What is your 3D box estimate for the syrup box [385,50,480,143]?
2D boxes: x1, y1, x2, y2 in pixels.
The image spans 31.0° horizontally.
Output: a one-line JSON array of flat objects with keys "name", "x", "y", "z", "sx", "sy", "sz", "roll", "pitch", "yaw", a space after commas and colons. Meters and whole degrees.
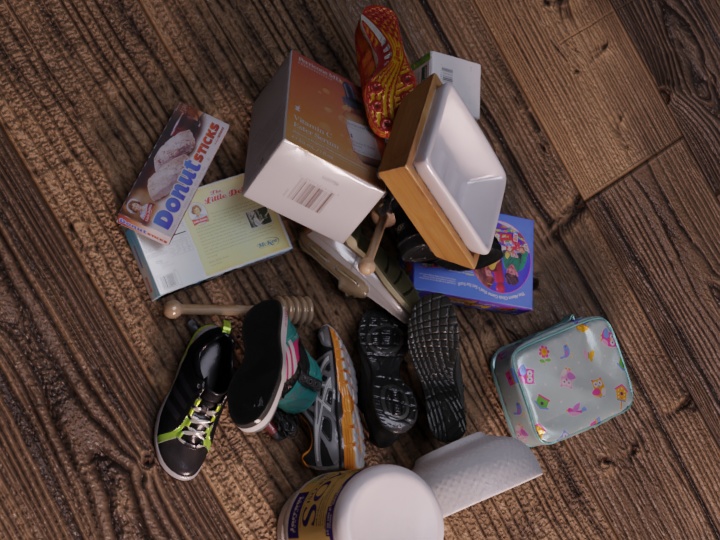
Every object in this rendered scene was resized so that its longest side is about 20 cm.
[{"name": "syrup box", "x": 0.078, "y": -0.217, "z": 1.754, "sx": 0.081, "sy": 0.200, "sz": 0.079, "roll": 10, "pitch": 73, "yaw": -26}]

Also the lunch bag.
[{"name": "lunch bag", "x": 0.287, "y": 0.153, "z": 1.852, "sx": 0.199, "sy": 0.077, "sz": 0.161, "roll": -18, "pitch": 86, "yaw": -31}]

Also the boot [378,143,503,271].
[{"name": "boot", "x": 0.103, "y": -0.089, "z": 1.760, "sx": 0.198, "sy": 0.073, "sz": 0.163, "roll": 7, "pitch": 60, "yaw": -43}]

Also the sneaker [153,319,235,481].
[{"name": "sneaker", "x": -0.198, "y": 0.156, "z": 1.573, "sx": 0.071, "sy": 0.083, "sz": 0.201, "roll": 15, "pitch": 83, "yaw": -22}]

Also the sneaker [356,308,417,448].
[{"name": "sneaker", "x": 0.023, "y": 0.141, "z": 1.715, "sx": 0.076, "sy": 0.091, "sz": 0.201, "roll": 10, "pitch": 51, "yaw": -15}]

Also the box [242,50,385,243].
[{"name": "box", "x": -0.057, "y": -0.161, "z": 1.675, "sx": 0.152, "sy": 0.106, "sz": 0.200, "roll": 25, "pitch": 38, "yaw": -21}]

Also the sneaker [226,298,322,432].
[{"name": "sneaker", "x": -0.102, "y": 0.143, "z": 1.582, "sx": 0.200, "sy": 0.083, "sz": 0.121, "roll": -83, "pitch": 150, "yaw": -48}]

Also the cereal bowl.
[{"name": "cereal bowl", "x": 0.128, "y": 0.264, "z": 1.673, "sx": 0.199, "sy": 0.200, "sz": 0.084, "roll": -18, "pitch": 77, "yaw": -30}]

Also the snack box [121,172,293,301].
[{"name": "snack box", "x": -0.195, "y": -0.048, "z": 1.659, "sx": 0.199, "sy": 0.037, "sz": 0.117, "roll": -20, "pitch": 87, "yaw": -31}]

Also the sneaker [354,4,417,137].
[{"name": "sneaker", "x": 0.031, "y": -0.254, "z": 1.708, "sx": 0.073, "sy": 0.077, "sz": 0.201, "roll": 2, "pitch": 60, "yaw": -9}]

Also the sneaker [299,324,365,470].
[{"name": "sneaker", "x": -0.044, "y": 0.163, "z": 1.670, "sx": 0.077, "sy": 0.078, "sz": 0.201, "roll": -12, "pitch": 61, "yaw": 11}]

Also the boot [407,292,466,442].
[{"name": "boot", "x": 0.104, "y": 0.131, "z": 1.735, "sx": 0.067, "sy": 0.131, "sz": 0.201, "roll": -7, "pitch": 88, "yaw": 5}]

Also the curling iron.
[{"name": "curling iron", "x": -0.152, "y": 0.139, "z": 1.649, "sx": 0.200, "sy": 0.026, "sz": 0.050, "roll": 46, "pitch": 40, "yaw": -6}]

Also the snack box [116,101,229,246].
[{"name": "snack box", "x": -0.234, "y": -0.124, "z": 1.633, "sx": 0.072, "sy": 0.024, "sz": 0.201, "roll": 26, "pitch": 54, "yaw": -7}]

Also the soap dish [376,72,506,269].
[{"name": "soap dish", "x": 0.103, "y": -0.121, "z": 1.630, "sx": 0.200, "sy": 0.081, "sz": 0.158, "roll": 53, "pitch": 42, "yaw": -40}]

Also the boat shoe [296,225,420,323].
[{"name": "boat shoe", "x": 0.000, "y": 0.000, "z": 1.735, "sx": 0.200, "sy": 0.068, "sz": 0.075, "roll": 47, "pitch": 21, "yaw": -3}]

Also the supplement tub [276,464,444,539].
[{"name": "supplement tub", "x": -0.006, "y": 0.315, "z": 1.582, "sx": 0.145, "sy": 0.200, "sz": 0.146, "roll": 7, "pitch": 75, "yaw": -27}]

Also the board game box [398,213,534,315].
[{"name": "board game box", "x": 0.151, "y": -0.020, "z": 1.837, "sx": 0.199, "sy": 0.045, "sz": 0.135, "roll": 10, "pitch": 74, "yaw": -26}]

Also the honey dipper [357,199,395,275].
[{"name": "honey dipper", "x": 0.024, "y": -0.047, "z": 1.718, "sx": 0.038, "sy": 0.038, "sz": 0.200, "roll": 41, "pitch": 28, "yaw": -14}]

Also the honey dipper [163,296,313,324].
[{"name": "honey dipper", "x": -0.155, "y": 0.051, "z": 1.646, "sx": 0.199, "sy": 0.038, "sz": 0.038, "roll": 1, "pitch": 78, "yaw": -30}]
